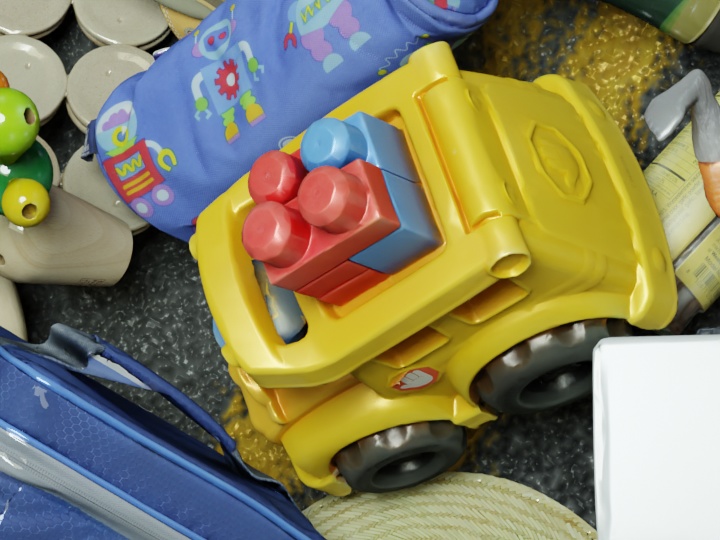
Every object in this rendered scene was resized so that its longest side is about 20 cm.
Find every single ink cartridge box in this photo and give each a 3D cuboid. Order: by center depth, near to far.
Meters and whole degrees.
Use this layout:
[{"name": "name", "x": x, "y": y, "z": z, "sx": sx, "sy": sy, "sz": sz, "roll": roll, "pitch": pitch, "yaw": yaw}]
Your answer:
[{"name": "ink cartridge box", "x": 0.170, "y": 0.078, "z": 0.810, "sx": 0.144, "sy": 0.200, "sz": 0.084, "roll": -2, "pitch": 80, "yaw": 10}]

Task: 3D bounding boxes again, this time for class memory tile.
[{"name": "memory tile", "x": -0.163, "y": -0.109, "z": 0.968, "sx": 0.152, "sy": 0.017, "sz": 0.201, "roll": 4, "pitch": 64, "yaw": -8}]

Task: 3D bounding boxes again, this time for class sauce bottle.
[{"name": "sauce bottle", "x": 0.184, "y": -0.059, "z": 0.908, "sx": 0.200, "sy": 0.065, "sz": 0.065, "roll": -45, "pitch": 74, "yaw": -2}]

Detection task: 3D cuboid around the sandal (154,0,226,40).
[{"name": "sandal", "x": -0.067, "y": -0.129, "z": 0.967, "sx": 0.199, "sy": 0.054, "sz": 0.080, "roll": 29, "pitch": 48, "yaw": 1}]

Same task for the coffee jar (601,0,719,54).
[{"name": "coffee jar", "x": 0.105, "y": -0.170, "z": 0.898, "sx": 0.199, "sy": 0.086, "sz": 0.105, "roll": 21, "pitch": 38, "yaw": -8}]

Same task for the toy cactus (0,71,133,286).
[{"name": "toy cactus", "x": -0.169, "y": -0.019, "z": 0.857, "sx": 0.200, "sy": 0.164, "sz": 0.103, "roll": -38, "pitch": 51, "yaw": 38}]

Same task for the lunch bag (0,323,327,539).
[{"name": "lunch bag", "x": -0.116, "y": 0.103, "z": 0.858, "sx": 0.200, "sy": 0.136, "sz": 0.133, "roll": 35, "pitch": 84, "yaw": -25}]

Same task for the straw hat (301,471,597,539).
[{"name": "straw hat", "x": 0.023, "y": 0.172, "z": 0.874, "sx": 0.200, "sy": 0.085, "sz": 0.202, "roll": -2, "pitch": 78, "yaw": 9}]

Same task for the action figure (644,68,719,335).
[{"name": "action figure", "x": 0.226, "y": -0.021, "z": 0.828, "sx": 0.199, "sy": 0.193, "sz": 0.105, "roll": -1, "pitch": 66, "yaw": 25}]

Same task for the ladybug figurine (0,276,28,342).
[{"name": "ladybug figurine", "x": -0.222, "y": 0.026, "z": 0.957, "sx": 0.135, "sy": 0.072, "sz": 0.201, "roll": -24, "pitch": 75, "yaw": 3}]

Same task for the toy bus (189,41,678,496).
[{"name": "toy bus", "x": 0.000, "y": 0.000, "z": 0.842, "sx": 0.200, "sy": 0.192, "sz": 0.136, "roll": -32, "pitch": 65, "yaw": 27}]

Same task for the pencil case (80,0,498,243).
[{"name": "pencil case", "x": -0.033, "y": -0.090, "z": 0.877, "sx": 0.200, "sy": 0.078, "sz": 0.087, "roll": -35, "pitch": 71, "yaw": 36}]
